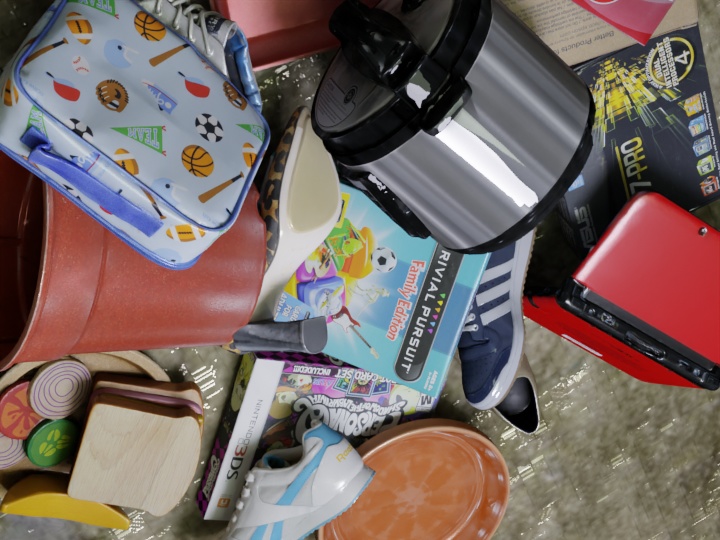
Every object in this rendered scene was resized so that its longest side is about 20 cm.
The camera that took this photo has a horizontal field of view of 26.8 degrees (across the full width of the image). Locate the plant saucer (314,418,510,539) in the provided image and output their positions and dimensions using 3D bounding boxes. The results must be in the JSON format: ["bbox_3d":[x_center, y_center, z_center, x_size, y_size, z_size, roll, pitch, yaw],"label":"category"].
[{"bbox_3d":[0.049,0.226,1.463,0.199,0.032,0.202,-11,124,-17],"label":"plant saucer"}]

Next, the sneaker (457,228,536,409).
[{"bbox_3d":[0.091,0.015,1.331,0.108,0.070,0.202,20,71,-33],"label":"sneaker"}]

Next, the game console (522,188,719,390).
[{"bbox_3d":[0.263,0.019,1.410,0.199,0.172,0.119,29,78,-24],"label":"game console"}]

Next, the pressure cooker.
[{"bbox_3d":[0.058,-0.132,1.150,0.200,0.180,0.175,38,145,-27],"label":"pressure cooker"}]

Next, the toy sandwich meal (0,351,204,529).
[{"bbox_3d":[-0.236,0.153,1.325,0.203,0.070,0.207,-10,121,-16],"label":"toy sandwich meal"}]

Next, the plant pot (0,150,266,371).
[{"bbox_3d":[-0.190,-0.019,1.182,0.194,0.201,0.202,4,117,-32],"label":"plant pot"}]

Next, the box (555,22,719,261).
[{"bbox_3d":[0.242,-0.125,1.369,0.160,0.049,0.201,-23,125,-4],"label":"box"}]

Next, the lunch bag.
[{"bbox_3d":[-0.168,-0.103,1.076,0.199,0.161,0.075,36,135,-16],"label":"lunch bag"}]

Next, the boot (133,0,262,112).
[{"bbox_3d":[-0.136,-0.193,1.143,0.095,0.074,0.201,4,137,27],"label":"boot"}]

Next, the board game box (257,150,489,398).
[{"bbox_3d":[0.000,0.000,1.283,0.199,0.047,0.152,21,113,7],"label":"board game box"}]

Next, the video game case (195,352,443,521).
[{"bbox_3d":[-0.037,0.160,1.429,0.198,0.036,0.182,8,116,-26],"label":"video game case"}]

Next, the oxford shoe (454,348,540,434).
[{"bbox_3d":[0.122,0.073,1.419,0.070,0.075,0.200,-36,124,2],"label":"oxford shoe"}]

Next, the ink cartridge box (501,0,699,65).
[{"bbox_3d":[0.171,-0.259,1.248,0.198,0.075,0.166,-19,124,-10],"label":"ink cartridge box"}]

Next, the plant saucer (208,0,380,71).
[{"bbox_3d":[-0.034,-0.271,1.183,0.198,0.037,0.201,-17,122,-12],"label":"plant saucer"}]

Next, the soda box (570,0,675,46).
[{"bbox_3d":[0.153,-0.250,1.159,0.199,0.070,0.064,24,109,-30],"label":"soda box"}]

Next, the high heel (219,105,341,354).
[{"bbox_3d":[-0.085,-0.031,1.246,0.071,0.142,0.202,2,88,-43],"label":"high heel"}]

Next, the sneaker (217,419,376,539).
[{"bbox_3d":[-0.080,0.214,1.384,0.200,0.077,0.081,-40,92,19],"label":"sneaker"}]
